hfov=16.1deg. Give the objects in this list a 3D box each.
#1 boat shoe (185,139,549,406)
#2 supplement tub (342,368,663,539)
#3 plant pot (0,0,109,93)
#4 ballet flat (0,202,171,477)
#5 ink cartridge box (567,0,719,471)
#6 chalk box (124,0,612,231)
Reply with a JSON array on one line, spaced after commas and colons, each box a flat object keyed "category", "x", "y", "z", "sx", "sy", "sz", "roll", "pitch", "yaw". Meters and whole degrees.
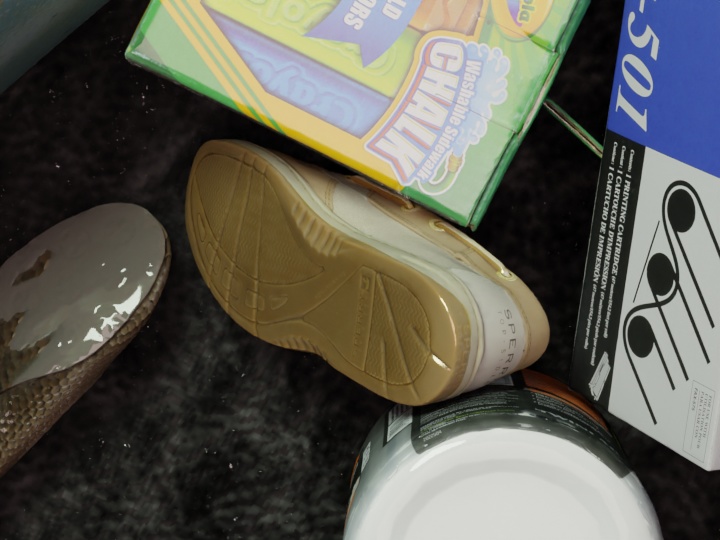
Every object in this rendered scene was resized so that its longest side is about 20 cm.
[{"category": "boat shoe", "x": 0.000, "y": 0.000, "z": 1.037, "sx": 0.069, "sy": 0.200, "sz": 0.074, "roll": -3, "pitch": 115, "yaw": -37}, {"category": "supplement tub", "x": 0.054, "y": 0.104, "z": 1.015, "sx": 0.122, "sy": 0.200, "sz": 0.123, "roll": 0, "pitch": 94, "yaw": 2}, {"category": "plant pot", "x": -0.219, "y": -0.128, "z": 0.983, "sx": 0.196, "sy": 0.200, "sz": 0.196, "roll": -39, "pitch": 98, "yaw": 11}, {"category": "ballet flat", "x": -0.152, "y": 0.054, "z": 1.098, "sx": 0.067, "sy": 0.046, "sz": 0.200, "roll": 40, "pitch": 90, "yaw": 29}, {"category": "ink cartridge box", "x": 0.135, "y": -0.034, "z": 0.974, "sx": 0.044, "sy": 0.094, "sz": 0.201, "roll": -3, "pitch": 109, "yaw": -32}, {"category": "chalk box", "x": 0.024, "y": -0.098, "z": 1.036, "sx": 0.199, "sy": 0.125, "sz": 0.124, "roll": 26, "pitch": 96, "yaw": -2}]
